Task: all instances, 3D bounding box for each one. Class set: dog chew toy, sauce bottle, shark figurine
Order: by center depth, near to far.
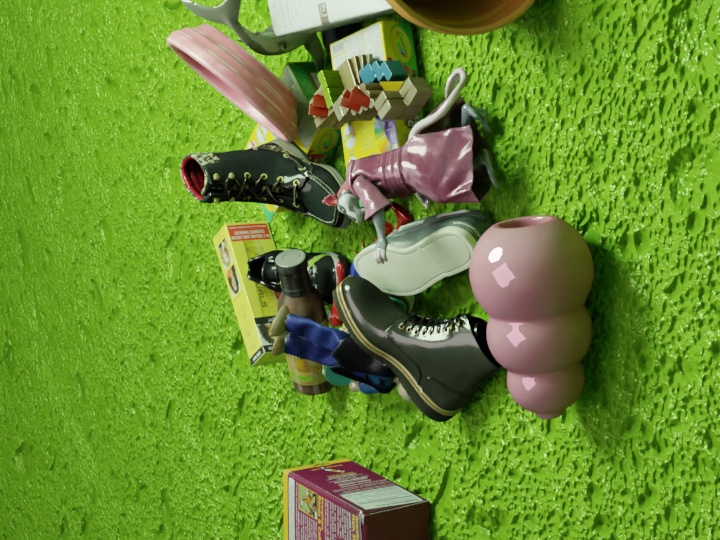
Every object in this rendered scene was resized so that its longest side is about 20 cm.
[{"bbox_3d":[0.177,0.049,1.416,0.124,0.124,0.201,9,111,58],"label":"dog chew toy"},{"bbox_3d":[-0.123,-0.295,1.762,0.089,0.214,0.129,-4,101,38],"label":"shark figurine"},{"bbox_3d":[-0.073,0.066,1.816,0.065,0.064,0.201,37,145,50],"label":"sauce bottle"}]

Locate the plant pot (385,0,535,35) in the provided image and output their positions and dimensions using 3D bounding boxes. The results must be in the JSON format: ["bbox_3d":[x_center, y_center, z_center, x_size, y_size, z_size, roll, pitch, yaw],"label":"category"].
[{"bbox_3d":[0.085,-0.340,1.447,0.140,0.199,0.201,-152,60,-72],"label":"plant pot"}]

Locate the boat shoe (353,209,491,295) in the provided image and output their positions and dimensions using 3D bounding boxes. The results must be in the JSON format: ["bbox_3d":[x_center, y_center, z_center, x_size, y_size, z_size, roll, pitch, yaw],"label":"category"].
[{"bbox_3d":[0.072,-0.024,1.606,0.200,0.062,0.073,-18,116,50],"label":"boat shoe"}]

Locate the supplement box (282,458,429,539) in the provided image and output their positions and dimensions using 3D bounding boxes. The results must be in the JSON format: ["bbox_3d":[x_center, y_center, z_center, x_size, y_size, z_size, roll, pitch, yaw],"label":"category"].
[{"bbox_3d":[-0.008,0.326,1.771,0.200,0.103,0.132,18,110,57],"label":"supplement box"}]

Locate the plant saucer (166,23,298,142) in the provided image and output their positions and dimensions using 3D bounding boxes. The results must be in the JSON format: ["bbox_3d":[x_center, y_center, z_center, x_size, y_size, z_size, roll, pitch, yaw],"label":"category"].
[{"bbox_3d":[-0.150,-0.241,1.773,0.051,0.200,0.200,-51,40,-1],"label":"plant saucer"}]

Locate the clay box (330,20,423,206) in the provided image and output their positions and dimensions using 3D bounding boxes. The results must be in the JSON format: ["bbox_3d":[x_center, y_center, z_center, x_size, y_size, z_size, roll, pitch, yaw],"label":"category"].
[{"bbox_3d":[0.024,-0.182,1.673,0.115,0.047,0.201,-11,87,57],"label":"clay box"}]

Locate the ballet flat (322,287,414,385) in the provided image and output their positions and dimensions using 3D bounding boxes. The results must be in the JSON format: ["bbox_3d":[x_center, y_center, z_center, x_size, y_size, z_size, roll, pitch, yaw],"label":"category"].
[{"bbox_3d":[0.014,0.067,1.744,0.200,0.075,0.064,-52,21,43],"label":"ballet flat"}]

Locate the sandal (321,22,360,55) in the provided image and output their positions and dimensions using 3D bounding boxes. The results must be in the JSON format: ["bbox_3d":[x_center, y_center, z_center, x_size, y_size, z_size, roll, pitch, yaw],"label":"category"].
[{"bbox_3d":[-0.020,-0.358,1.734,0.076,0.043,0.201,37,126,50],"label":"sandal"}]

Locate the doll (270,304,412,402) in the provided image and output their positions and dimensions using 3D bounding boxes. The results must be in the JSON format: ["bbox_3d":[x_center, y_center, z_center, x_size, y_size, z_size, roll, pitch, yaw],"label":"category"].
[{"bbox_3d":[-0.009,0.108,1.704,0.199,0.049,0.137,20,144,13],"label":"doll"}]

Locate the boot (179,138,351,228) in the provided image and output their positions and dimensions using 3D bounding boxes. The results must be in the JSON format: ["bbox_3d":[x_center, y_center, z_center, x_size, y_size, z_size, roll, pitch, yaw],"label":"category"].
[{"bbox_3d":[-0.116,-0.099,1.750,0.203,0.153,0.074,39,130,46],"label":"boot"}]

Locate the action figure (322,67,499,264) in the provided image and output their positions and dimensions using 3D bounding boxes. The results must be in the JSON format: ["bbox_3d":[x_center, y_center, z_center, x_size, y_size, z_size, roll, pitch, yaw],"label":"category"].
[{"bbox_3d":[0.045,-0.107,1.529,0.199,0.134,0.149,-15,117,19],"label":"action figure"}]

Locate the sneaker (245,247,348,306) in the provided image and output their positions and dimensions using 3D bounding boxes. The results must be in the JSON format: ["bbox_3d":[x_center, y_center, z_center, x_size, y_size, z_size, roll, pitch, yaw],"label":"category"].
[{"bbox_3d":[-0.088,0.011,1.868,0.200,0.082,0.072,7,102,58],"label":"sneaker"}]

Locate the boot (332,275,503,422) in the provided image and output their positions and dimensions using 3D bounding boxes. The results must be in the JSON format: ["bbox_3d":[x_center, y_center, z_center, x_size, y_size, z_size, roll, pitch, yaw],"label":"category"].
[{"bbox_3d":[0.073,0.059,1.592,0.200,0.077,0.138,45,136,0],"label":"boot"}]

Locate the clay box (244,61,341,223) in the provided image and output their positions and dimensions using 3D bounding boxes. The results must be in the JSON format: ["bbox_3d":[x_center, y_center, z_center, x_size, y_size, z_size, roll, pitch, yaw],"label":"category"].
[{"bbox_3d":[-0.092,-0.166,1.879,0.115,0.047,0.200,64,144,27],"label":"clay box"}]

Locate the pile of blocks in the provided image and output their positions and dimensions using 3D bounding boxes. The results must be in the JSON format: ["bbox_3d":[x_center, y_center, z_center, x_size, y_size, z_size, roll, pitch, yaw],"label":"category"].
[{"bbox_3d":[-0.005,-0.205,1.602,0.200,0.062,0.083,1,95,54],"label":"pile of blocks"}]

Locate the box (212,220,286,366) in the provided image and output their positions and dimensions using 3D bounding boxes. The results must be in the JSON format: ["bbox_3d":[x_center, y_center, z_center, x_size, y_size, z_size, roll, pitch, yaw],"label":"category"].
[{"bbox_3d":[-0.139,0.031,1.967,0.050,0.075,0.201,-46,55,49],"label":"box"}]

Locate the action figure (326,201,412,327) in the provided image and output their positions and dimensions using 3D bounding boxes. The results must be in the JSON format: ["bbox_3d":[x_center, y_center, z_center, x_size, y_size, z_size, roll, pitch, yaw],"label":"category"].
[{"bbox_3d":[0.000,0.000,1.743,0.052,0.065,0.201,38,131,15],"label":"action figure"}]

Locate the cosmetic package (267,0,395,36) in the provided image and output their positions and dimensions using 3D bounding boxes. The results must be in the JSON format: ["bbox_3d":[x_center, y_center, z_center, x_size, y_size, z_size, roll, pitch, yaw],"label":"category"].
[{"bbox_3d":[-0.019,-0.340,1.660,0.199,0.074,0.102,-5,98,46],"label":"cosmetic package"}]
